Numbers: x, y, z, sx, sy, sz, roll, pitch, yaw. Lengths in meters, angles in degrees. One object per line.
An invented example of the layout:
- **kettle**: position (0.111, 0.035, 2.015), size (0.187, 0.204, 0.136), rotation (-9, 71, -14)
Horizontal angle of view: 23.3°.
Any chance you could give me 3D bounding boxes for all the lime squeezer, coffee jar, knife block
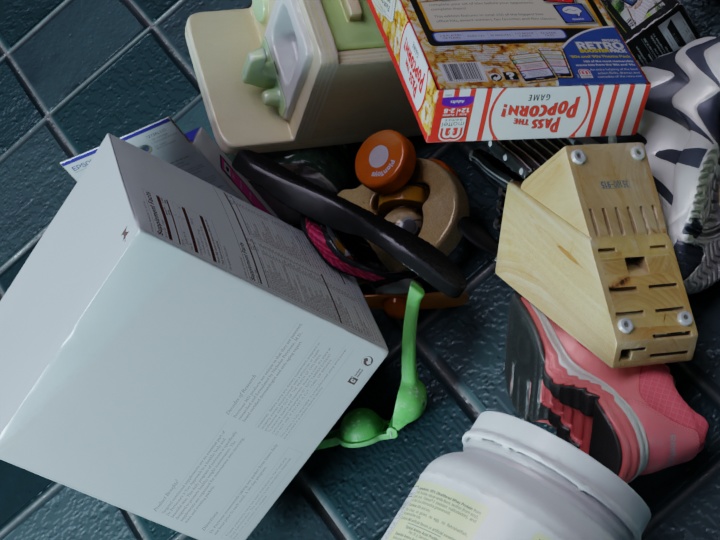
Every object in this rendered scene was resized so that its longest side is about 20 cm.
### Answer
- **lime squeezer**: position (0.001, 0.095, 1.226), size (0.200, 0.071, 0.038), rotation (-45, 27, 30)
- **coffee jar**: position (-0.054, -0.139, 1.415), size (0.104, 0.085, 0.200), rotation (-14, 53, 29)
- **knife block**: position (0.135, -0.008, 1.185), size (0.176, 0.064, 0.200), rotation (135, 126, -58)

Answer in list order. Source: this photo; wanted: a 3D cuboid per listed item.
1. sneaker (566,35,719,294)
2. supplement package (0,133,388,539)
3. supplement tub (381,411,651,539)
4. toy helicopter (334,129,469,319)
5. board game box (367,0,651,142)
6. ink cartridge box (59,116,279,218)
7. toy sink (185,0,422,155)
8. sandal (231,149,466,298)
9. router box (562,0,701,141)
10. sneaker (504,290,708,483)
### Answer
- **sneaker**: position (0.197, -0.068, 1.212), size (0.129, 0.079, 0.199), rotation (-8, 61, 37)
- **supplement package**: position (-0.127, 0.051, 1.193), size (0.191, 0.200, 0.147), rotation (-54, 29, 16)
- **supplement tub**: position (0.073, 0.201, 1.047), size (0.145, 0.145, 0.200), rotation (21, 71, 41)
- **toy helicopter**: position (0.000, 0.000, 1.305), size (0.200, 0.079, 0.132), rotation (-37, 54, 19)
- **board game box**: position (0.095, -0.169, 1.214), size (0.151, 0.046, 0.200), rotation (-3, 43, -15)
- **ink cartridge box**: position (-0.132, -0.048, 1.321), size (0.095, 0.200, 0.037), rotation (-21, 50, 18)
- **toy sink**: position (-0.017, -0.179, 1.319), size (0.200, 0.112, 0.131), rotation (-7, 61, -20)
- **sandal**: position (-0.011, -0.024, 1.235), size (0.200, 0.075, 0.045), rotation (29, 97, 22)
- **router box**: position (0.150, -0.202, 1.352), size (0.149, 0.051, 0.200), rotation (-36, 46, 8)
- **sneaker**: position (0.158, 0.076, 1.150), size (0.087, 0.074, 0.200), rotation (-5, 30, -19)
